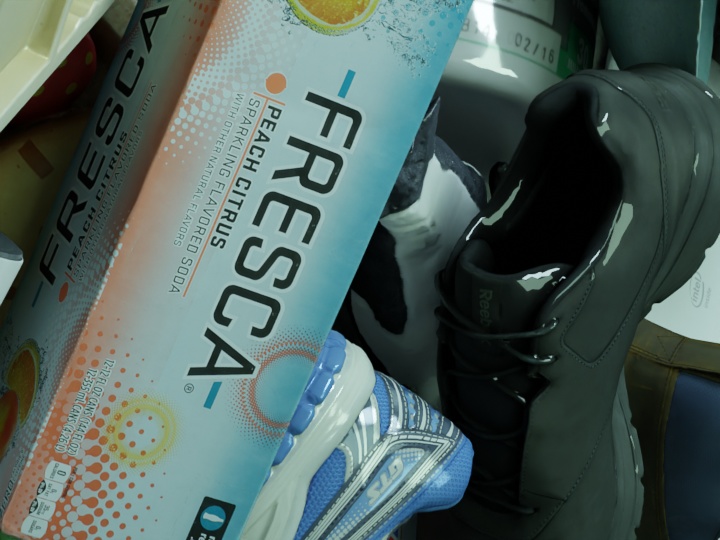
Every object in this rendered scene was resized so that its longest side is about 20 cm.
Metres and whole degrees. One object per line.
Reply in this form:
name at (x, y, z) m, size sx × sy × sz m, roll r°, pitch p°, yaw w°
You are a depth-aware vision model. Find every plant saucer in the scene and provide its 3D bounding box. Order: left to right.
plant saucer at (0.106, -0.137, 0.873) m, size 0.201 × 0.039 × 0.201 m, roll 5°, pitch 90°, yaw -82°

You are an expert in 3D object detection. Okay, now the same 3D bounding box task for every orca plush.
orca plush at (0.000, 0.000, 0.854) m, size 0.200 × 0.071 × 0.105 m, roll 33°, pitch 73°, yaw -72°

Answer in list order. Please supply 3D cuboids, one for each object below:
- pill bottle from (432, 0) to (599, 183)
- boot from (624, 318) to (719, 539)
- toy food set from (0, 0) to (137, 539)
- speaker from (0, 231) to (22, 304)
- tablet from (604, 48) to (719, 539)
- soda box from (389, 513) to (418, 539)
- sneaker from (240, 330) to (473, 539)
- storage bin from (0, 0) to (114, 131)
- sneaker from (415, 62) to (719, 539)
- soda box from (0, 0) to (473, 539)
pill bottle at (0.034, -0.141, 0.902) m, size 0.113 × 0.113 × 0.200 m, roll 23°, pitch 67°, yaw -40°
boot at (0.094, 0.094, 0.897) m, size 0.075 × 0.097 × 0.200 m, roll -54°, pitch 144°, yaw -40°
toy food set at (-0.133, -0.007, 0.709) m, size 0.198 × 0.049 × 0.200 m, roll -36°, pitch 117°, yaw -8°
speaker at (-0.166, 0.065, 0.643) m, size 0.081 × 0.081 × 0.200 m, roll 27°, pitch 93°, yaw -38°
tablet at (0.129, 0.007, 1.042) m, size 0.130 × 0.014 × 0.200 m, roll 31°, pitch 62°, yaw -37°
soda box at (-0.040, 0.057, 0.829) m, size 0.064 × 0.068 × 0.200 m, roll -39°, pitch 111°, yaw -41°
sneaker at (-0.030, 0.117, 0.764) m, size 0.085 × 0.077 × 0.200 m, roll 26°, pitch 104°, yaw -14°
storage bin at (-0.138, -0.147, 0.645) m, size 0.200 × 0.094 × 0.199 m, roll 26°, pitch 29°, yaw 0°
sneaker at (0.050, 0.029, 0.791) m, size 0.091 × 0.076 × 0.200 m, roll 5°, pitch 100°, yaw -60°
soda box at (-0.037, -0.021, 0.681) m, size 0.068 × 0.064 × 0.200 m, roll 20°, pitch 99°, yaw -26°
